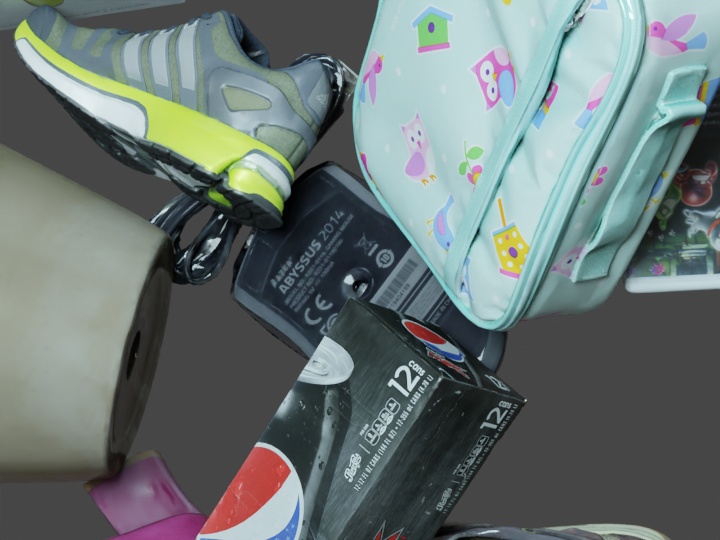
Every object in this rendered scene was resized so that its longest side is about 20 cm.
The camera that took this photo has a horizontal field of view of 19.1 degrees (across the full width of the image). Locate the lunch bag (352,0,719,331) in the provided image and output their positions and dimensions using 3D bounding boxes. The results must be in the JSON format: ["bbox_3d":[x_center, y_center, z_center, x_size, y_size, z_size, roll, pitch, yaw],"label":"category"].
[{"bbox_3d":[0.073,-0.083,0.895,0.077,0.200,0.161,-8,47,-28],"label":"lunch bag"}]

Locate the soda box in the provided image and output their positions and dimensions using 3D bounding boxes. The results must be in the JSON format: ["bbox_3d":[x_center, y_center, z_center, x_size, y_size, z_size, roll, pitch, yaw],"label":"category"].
[{"bbox_3d":[-0.019,0.114,0.918,0.063,0.071,0.200,40,102,36],"label":"soda box"}]

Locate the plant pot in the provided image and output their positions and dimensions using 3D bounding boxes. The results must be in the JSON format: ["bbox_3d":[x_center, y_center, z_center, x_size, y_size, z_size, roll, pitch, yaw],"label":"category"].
[{"bbox_3d":[-0.184,0.022,0.986,0.173,0.200,0.201,14,80,3],"label":"plant pot"}]

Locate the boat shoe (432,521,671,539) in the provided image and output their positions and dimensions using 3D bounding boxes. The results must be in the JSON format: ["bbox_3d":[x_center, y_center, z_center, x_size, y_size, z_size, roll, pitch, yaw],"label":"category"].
[{"bbox_3d":[0.044,0.144,0.950,0.199,0.065,0.072,-5,78,15],"label":"boat shoe"}]

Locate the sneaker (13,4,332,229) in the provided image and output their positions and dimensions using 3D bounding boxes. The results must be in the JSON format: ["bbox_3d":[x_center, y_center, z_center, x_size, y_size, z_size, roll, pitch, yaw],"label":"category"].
[{"bbox_3d":[-0.088,-0.089,1.028,0.200,0.074,0.081,30,76,36],"label":"sneaker"}]

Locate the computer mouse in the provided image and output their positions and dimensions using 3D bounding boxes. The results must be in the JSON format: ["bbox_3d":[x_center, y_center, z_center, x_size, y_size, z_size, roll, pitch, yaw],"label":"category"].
[{"bbox_3d":[0.000,0.000,1.009,0.139,0.053,0.200,-48,58,1],"label":"computer mouse"}]

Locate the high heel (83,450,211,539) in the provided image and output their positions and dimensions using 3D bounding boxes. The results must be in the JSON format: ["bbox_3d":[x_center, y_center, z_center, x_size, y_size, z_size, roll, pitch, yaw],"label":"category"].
[{"bbox_3d":[-0.149,0.173,0.989,0.200,0.067,0.096,-37,60,0],"label":"high heel"}]

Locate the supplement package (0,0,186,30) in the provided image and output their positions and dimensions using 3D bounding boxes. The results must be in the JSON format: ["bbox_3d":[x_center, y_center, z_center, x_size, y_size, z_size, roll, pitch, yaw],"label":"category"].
[{"bbox_3d":[-0.200,-0.210,1.077,0.199,0.111,0.156,-7,75,13],"label":"supplement package"}]

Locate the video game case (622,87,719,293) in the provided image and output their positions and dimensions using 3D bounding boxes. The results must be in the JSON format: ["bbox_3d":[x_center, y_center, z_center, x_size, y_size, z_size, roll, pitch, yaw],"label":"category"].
[{"bbox_3d":[0.209,-0.085,0.915,0.199,0.023,0.182,-3,97,3],"label":"video game case"}]
